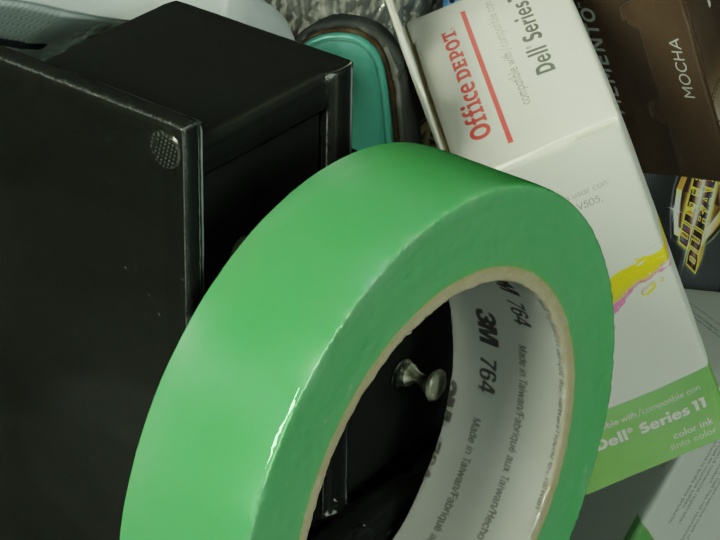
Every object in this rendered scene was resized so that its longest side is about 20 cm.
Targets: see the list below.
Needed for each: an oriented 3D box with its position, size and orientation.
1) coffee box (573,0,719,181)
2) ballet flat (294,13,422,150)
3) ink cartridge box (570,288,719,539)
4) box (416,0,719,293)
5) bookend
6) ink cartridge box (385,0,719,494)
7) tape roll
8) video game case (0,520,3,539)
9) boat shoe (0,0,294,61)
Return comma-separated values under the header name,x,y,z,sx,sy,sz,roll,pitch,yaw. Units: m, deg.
name,x,y,z,sx,sy,sz,roll,pitch,yaw
coffee box,0.159,-0.139,1.130,0.200,0.080,0.113,-44,128,-35
ballet flat,0.000,0.000,1.068,0.073,0.073,0.201,-9,100,-46
ink cartridge box,0.156,0.090,1.213,0.199,0.087,0.146,5,118,-47
box,0.110,-0.095,1.181,0.198,0.050,0.201,19,84,-49
bookend,-0.026,-0.002,0.899,0.200,0.092,0.200,-31,132,-45
ink cartridge box,0.072,-0.031,1.027,0.067,0.117,0.200,-22,126,5
tape roll,0.007,0.062,0.852,0.200,0.048,0.201,-33,133,-43
video game case,-0.103,0.096,0.948,0.200,0.025,0.182,14,94,-56
boat shoe,-0.092,-0.098,0.912,0.200,0.073,0.067,9,55,-59
